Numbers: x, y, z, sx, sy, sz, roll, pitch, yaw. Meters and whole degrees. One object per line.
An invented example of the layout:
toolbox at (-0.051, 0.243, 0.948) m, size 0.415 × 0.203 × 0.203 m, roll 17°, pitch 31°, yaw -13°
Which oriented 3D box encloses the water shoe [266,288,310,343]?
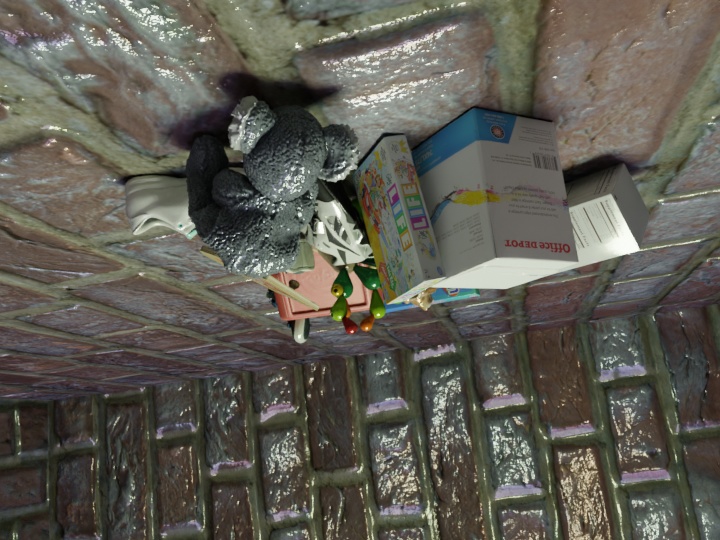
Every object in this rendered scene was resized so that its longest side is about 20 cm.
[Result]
water shoe at (-0.145, 0.061, 1.447) m, size 0.078 × 0.201 × 0.072 m, roll -8°, pitch 142°, yaw 0°

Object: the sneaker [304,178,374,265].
sneaker at (-0.050, -0.074, 1.053) m, size 0.088 × 0.074 × 0.200 m, roll -21°, pitch 131°, yaw 11°

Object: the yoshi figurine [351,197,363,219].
yoshi figurine at (0.049, -0.096, 1.123) m, size 0.112 × 0.113 × 0.200 m, roll 24°, pitch 153°, yaw -34°

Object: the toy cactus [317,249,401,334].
toy cactus at (0.000, 0.000, 1.158) m, size 0.200 × 0.165 × 0.102 m, roll -45°, pitch 156°, yaw -24°

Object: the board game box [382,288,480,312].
board game box at (0.113, -0.010, 1.374) m, size 0.199 × 0.153 × 0.045 m, roll -12°, pitch 169°, yaw 18°

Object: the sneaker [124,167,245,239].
sneaker at (-0.226, -0.089, 1.025) m, size 0.199 × 0.089 × 0.075 m, roll -7°, pitch 165°, yaw 1°

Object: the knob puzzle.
knob puzzle at (-0.178, -0.004, 1.202) m, size 0.219 × 0.031 × 0.220 m, roll 26°, pitch 173°, yaw 3°

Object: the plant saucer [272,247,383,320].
plant saucer at (-0.067, 0.004, 1.310) m, size 0.199 × 0.201 × 0.037 m, roll -8°, pitch -151°, yaw 4°

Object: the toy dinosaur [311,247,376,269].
toy dinosaur at (0.021, -0.031, 1.250) m, size 0.199 × 0.058 × 0.102 m, roll -8°, pitch 121°, yaw 5°

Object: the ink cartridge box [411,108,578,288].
ink cartridge box at (0.177, -0.088, 0.989) m, size 0.146 × 0.201 × 0.146 m, roll 2°, pitch 164°, yaw -31°

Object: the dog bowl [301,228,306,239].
dog bowl at (-0.139, -0.080, 1.168) m, size 0.199 × 0.059 × 0.200 m, roll -6°, pitch 166°, yaw -2°

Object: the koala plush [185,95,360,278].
koala plush at (-0.101, -0.111, 0.865) m, size 0.177 × 0.184 × 0.200 m, roll 17°, pitch 135°, yaw -25°

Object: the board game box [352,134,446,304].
board game box at (0.049, -0.066, 1.011) m, size 0.034 × 0.201 × 0.134 m, roll -10°, pitch 168°, yaw -23°

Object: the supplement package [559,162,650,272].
supplement package at (0.358, -0.078, 1.220) m, size 0.199 × 0.110 × 0.114 m, roll -18°, pitch -157°, yaw 41°

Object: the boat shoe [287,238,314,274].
boat shoe at (-0.127, -0.026, 1.125) m, size 0.061 × 0.073 × 0.200 m, roll -11°, pitch 172°, yaw 13°

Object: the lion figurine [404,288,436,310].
lion figurine at (0.138, -0.011, 1.206) m, size 0.122 × 0.073 × 0.200 m, roll -22°, pitch 159°, yaw -24°
